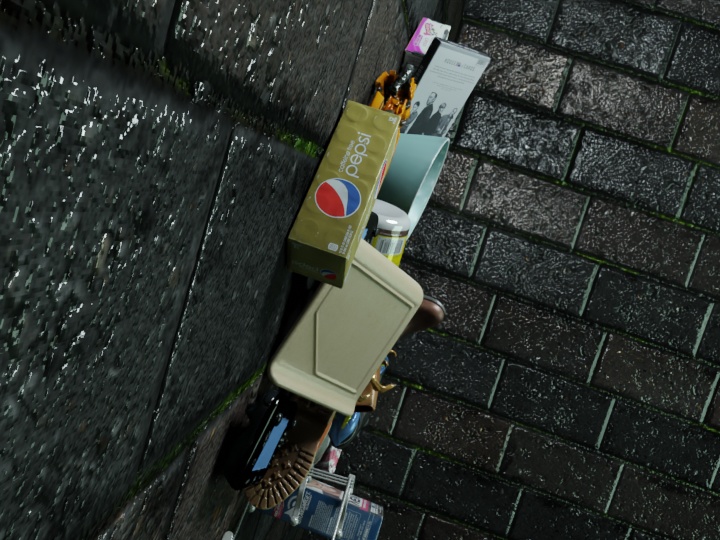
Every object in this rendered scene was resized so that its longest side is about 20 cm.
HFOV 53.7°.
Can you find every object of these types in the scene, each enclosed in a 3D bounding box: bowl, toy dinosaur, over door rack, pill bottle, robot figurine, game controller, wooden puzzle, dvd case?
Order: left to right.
[{"bbox_3d":[-0.108,0.192,0.804,0.200,0.041,0.107,87,21,-76],"label":"game controller"},{"bbox_3d":[-0.096,0.345,0.982,0.201,0.144,0.068,-64,166,-64],"label":"over door rack"},{"bbox_3d":[-0.025,-0.028,0.902,0.199,0.041,0.107,-8,114,-72],"label":"game controller"},{"bbox_3d":[-0.016,0.072,0.907,0.184,0.037,0.203,35,85,-49],"label":"wooden puzzle"},{"bbox_3d":[-0.007,0.134,1.020,0.060,0.108,0.198,-23,180,39],"label":"toy dinosaur"},{"bbox_3d":[0.000,0.000,1.070,0.109,0.107,0.204,-59,166,-71],"label":"pill bottle"},{"bbox_3d":[0.029,-0.199,0.987,0.147,0.057,0.202,103,7,-49],"label":"robot figurine"},{"bbox_3d":[0.070,-0.158,1.251,0.204,0.103,0.202,-61,170,-18],"label":"bowl"},{"bbox_3d":[0.136,-0.312,1.286,0.148,0.025,0.202,-2,132,-46],"label":"dvd case"}]

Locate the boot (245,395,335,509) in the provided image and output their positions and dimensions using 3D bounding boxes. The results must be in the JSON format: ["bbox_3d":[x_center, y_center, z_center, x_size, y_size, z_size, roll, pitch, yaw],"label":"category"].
[{"bbox_3d":[-0.090,0.252,0.996,0.201,0.074,0.108,-54,167,-32],"label":"boot"}]

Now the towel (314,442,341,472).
[{"bbox_3d":[-0.071,0.267,1.299,0.145,0.030,0.204,-13,-131,48],"label":"towel"}]

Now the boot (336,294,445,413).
[{"bbox_3d":[0.032,0.129,1.109,0.202,0.184,0.069,-69,148,-46],"label":"boot"}]

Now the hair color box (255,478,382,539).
[{"bbox_3d":[-0.064,0.369,1.111,0.100,0.196,0.062,83,27,-81],"label":"hair color box"}]

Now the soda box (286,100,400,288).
[{"bbox_3d":[-0.017,-0.088,0.784,0.064,0.066,0.203,100,9,-59],"label":"soda box"}]

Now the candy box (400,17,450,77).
[{"bbox_3d":[0.107,-0.351,1.352,0.203,0.060,0.138,104,8,-45],"label":"candy box"}]

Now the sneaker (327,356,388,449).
[{"bbox_3d":[-0.010,0.205,1.169,0.201,0.069,0.084,-61,163,-45],"label":"sneaker"}]

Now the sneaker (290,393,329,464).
[{"bbox_3d":[-0.091,0.251,1.167,0.089,0.079,0.204,-62,161,-59],"label":"sneaker"}]
